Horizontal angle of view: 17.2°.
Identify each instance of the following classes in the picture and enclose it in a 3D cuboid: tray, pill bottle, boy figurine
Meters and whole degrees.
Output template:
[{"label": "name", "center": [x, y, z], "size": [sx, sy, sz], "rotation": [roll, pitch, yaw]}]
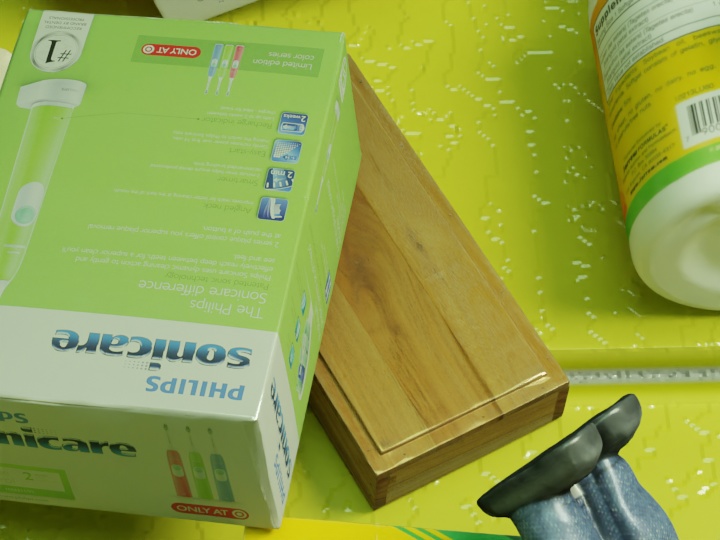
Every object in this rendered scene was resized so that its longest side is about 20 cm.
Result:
[{"label": "tray", "center": [0.000, 0.000, 1.074], "size": [0.098, 0.037, 0.200], "rotation": [-24, 61, -17]}, {"label": "pill bottle", "center": [0.165, -0.093, 1.096], "size": [0.110, 0.111, 0.201], "rotation": [-3, 58, -5]}, {"label": "boy figurine", "center": [0.121, 0.152, 0.896], "size": [0.124, 0.064, 0.201], "rotation": [-22, 77, -52]}]

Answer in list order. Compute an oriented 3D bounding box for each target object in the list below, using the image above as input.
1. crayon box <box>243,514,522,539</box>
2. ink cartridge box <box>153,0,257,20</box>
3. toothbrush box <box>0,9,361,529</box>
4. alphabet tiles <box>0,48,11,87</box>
[{"label": "crayon box", "center": [0.030, 0.202, 0.935], "size": [0.171, 0.058, 0.201], "rotation": [5, 58, 0]}, {"label": "ink cartridge box", "center": [-0.084, -0.230, 1.174], "size": [0.174, 0.084, 0.201], "rotation": [-18, 58, 9]}, {"label": "toothbrush box", "center": [-0.088, -0.005, 0.997], "size": [0.144, 0.086, 0.201], "rotation": [4, 53, 10]}, {"label": "alphabet tiles", "center": [-0.268, -0.087, 1.128], "size": [0.199, 0.015, 0.197], "rotation": [16, 59, 7]}]
